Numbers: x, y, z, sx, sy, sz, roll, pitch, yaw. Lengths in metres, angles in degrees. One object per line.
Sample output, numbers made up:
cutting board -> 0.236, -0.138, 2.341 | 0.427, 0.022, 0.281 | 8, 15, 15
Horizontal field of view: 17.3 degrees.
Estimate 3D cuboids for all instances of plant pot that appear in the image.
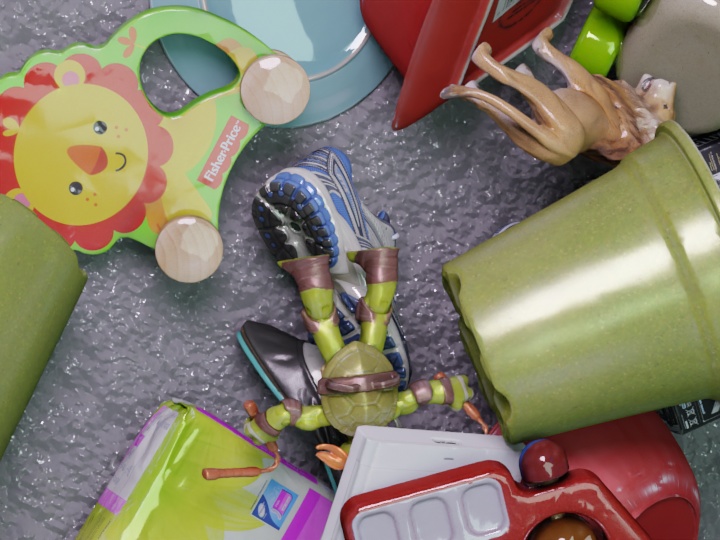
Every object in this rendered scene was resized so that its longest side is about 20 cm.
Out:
plant pot -> -0.279, 0.044, 1.545 | 0.200, 0.200, 0.191 | 39, 71, -18
plant pot -> 0.160, 0.025, 1.592 | 0.183, 0.200, 0.202 | -21, 102, -2

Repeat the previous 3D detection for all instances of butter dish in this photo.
butter dish -> 0.067, -0.231, 1.637 | 0.148, 0.200, 0.200 | 43, 56, 16

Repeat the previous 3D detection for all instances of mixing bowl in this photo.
mixing bowl -> 0.171, 0.179, 1.690 | 0.199, 0.108, 0.201 | -22, 126, -34

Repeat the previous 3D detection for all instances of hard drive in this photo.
hard drive -> 0.028, 0.204, 1.610 | 0.131, 0.026, 0.201 | 6, 111, -30

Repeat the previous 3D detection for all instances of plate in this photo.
plate -> -0.051, -0.201, 1.668 | 0.199, 0.026, 0.202 | -2, 96, -18

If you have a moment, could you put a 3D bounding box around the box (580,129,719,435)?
box -> 0.271, 0.001, 1.781 | 0.157, 0.050, 0.201 | -23, 102, -15

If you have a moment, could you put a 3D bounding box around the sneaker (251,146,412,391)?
sneaker -> 0.000, 0.000, 1.677 | 0.085, 0.077, 0.201 | -50, 129, -40

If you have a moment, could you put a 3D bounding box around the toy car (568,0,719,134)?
toy car -> 0.269, -0.212, 1.726 | 0.163, 0.158, 0.201 | 26, 60, 3

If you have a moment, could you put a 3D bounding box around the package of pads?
package of pads -> -0.123, 0.207, 1.660 | 0.154, 0.068, 0.201 | 33, 84, -19

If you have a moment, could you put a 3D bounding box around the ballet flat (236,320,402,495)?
ballet flat -> -0.010, 0.108, 1.661 | 0.068, 0.068, 0.201 | -33, 79, 7

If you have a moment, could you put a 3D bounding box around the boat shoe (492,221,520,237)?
boat shoe -> 0.139, 0.066, 1.722 | 0.070, 0.091, 0.202 | -15, 100, -16

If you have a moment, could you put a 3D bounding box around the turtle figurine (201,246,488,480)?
turtle figurine -> -0.014, 0.070, 1.585 | 0.198, 0.064, 0.163 | -7, 91, -7

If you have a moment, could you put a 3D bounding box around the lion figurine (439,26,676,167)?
lion figurine -> 0.141, -0.106, 1.632 | 0.122, 0.073, 0.200 | 45, 35, 13

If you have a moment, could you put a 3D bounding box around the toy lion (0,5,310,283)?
toy lion -> -0.159, -0.095, 1.618 | 0.191, 0.069, 0.201 | 29, 96, -12

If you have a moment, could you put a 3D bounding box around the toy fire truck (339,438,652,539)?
toy fire truck -> 0.099, 0.203, 1.558 | 0.199, 0.112, 0.169 | -15, 104, -3
